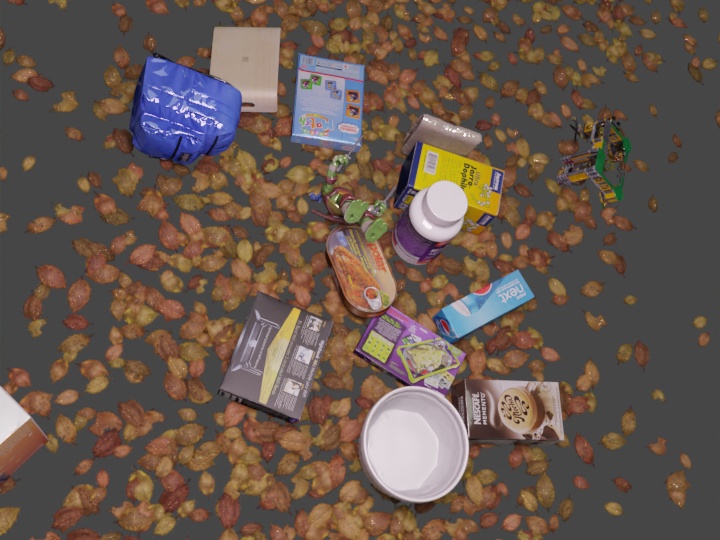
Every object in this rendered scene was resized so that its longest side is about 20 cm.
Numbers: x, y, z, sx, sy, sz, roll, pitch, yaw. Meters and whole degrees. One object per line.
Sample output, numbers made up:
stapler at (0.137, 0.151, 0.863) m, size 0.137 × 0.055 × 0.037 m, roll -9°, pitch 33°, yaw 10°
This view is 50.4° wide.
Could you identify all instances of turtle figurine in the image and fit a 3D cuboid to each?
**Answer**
turtle figurine at (0.002, -0.159, 1.502) m, size 0.198 × 0.145 × 0.194 m, roll -17°, pitch 36°, yaw -11°

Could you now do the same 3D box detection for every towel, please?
towel at (0.163, -0.264, 1.580) m, size 0.131 × 0.200 × 0.035 m, roll 16°, pitch 79°, yaw -8°

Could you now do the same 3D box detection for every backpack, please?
backpack at (-0.337, -0.294, 1.484) m, size 0.198 × 0.162 × 0.170 m, roll 11°, pitch 76°, yaw -24°

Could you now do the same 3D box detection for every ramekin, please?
ramekin at (0.088, 0.321, 1.392) m, size 0.197 × 0.105 × 0.203 m, roll 5°, pitch 68°, yaw -12°

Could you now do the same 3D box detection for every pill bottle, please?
pill bottle at (0.138, -0.095, 1.508) m, size 0.110 × 0.200 × 0.113 m, roll 5°, pitch 69°, yaw -12°

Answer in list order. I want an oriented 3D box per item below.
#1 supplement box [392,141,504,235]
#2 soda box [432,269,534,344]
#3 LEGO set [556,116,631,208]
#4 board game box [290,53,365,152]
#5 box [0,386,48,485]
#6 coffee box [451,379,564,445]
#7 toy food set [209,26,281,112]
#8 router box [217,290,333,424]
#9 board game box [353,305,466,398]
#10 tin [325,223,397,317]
supplement box at (0.183, -0.169, 1.597) m, size 0.198 × 0.109 × 0.111 m, roll 17°, pitch 67°, yaw -8°
soda box at (0.248, 0.074, 1.549) m, size 0.198 × 0.064 × 0.068 m, roll -25°, pitch 78°, yaw -22°
LEGO set at (0.523, -0.243, 1.737) m, size 0.153 × 0.115 × 0.202 m, roll 27°, pitch 66°, yaw -36°
board game box at (-0.069, -0.360, 1.641) m, size 0.149 × 0.037 × 0.203 m, roll 7°, pitch 68°, yaw -12°
box at (-0.588, 0.264, 1.181) m, size 0.106 × 0.200 × 0.152 m, roll 41°, pitch 65°, yaw 5°
coffee box at (0.281, 0.274, 1.473) m, size 0.197 × 0.080 × 0.115 m, roll 3°, pitch 70°, yaw -14°
toy food set at (-0.241, -0.428, 1.617) m, size 0.141 × 0.061 × 0.203 m, roll 1°, pitch 68°, yaw -2°
router box at (-0.155, 0.160, 1.415) m, size 0.156 × 0.052 × 0.202 m, roll 23°, pitch 66°, yaw -6°
board game box at (0.097, 0.162, 1.496) m, size 0.199 × 0.032 × 0.121 m, roll 32°, pitch 68°, yaw -1°
tin at (0.000, 0.000, 1.511) m, size 0.111 × 0.042 × 0.202 m, roll -15°, pitch 65°, yaw -15°
